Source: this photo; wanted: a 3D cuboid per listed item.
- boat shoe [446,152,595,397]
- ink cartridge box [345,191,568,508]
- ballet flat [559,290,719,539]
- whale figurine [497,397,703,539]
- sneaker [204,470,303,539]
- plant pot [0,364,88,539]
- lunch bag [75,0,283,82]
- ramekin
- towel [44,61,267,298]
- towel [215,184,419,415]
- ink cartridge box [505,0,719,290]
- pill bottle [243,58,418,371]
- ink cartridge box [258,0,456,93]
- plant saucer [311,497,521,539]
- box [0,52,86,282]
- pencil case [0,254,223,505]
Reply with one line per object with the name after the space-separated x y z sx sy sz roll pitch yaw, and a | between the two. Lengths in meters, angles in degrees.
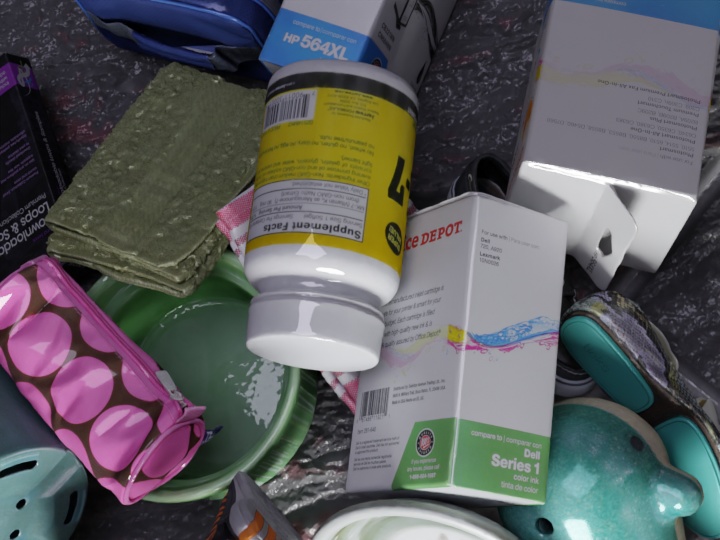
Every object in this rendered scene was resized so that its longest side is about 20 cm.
0.124 0.002 1.175 0.068 0.057 0.201 -19 67 -22 | boat shoe
0.067 0.062 1.091 0.083 0.145 0.202 14 74 -27 | ink cartridge box
0.223 0.097 1.124 0.072 0.072 0.201 -34 92 5 | ballet flat
0.173 0.191 1.088 0.159 0.104 0.201 -35 84 40 | whale figurine
-0.102 0.206 1.074 0.112 0.200 0.078 -42 86 -1 | sneaker
-0.322 0.139 1.181 0.201 0.200 0.196 -49 57 -1 | plant pot
-0.132 -0.233 1.273 0.199 0.136 0.133 16 78 19 | lunch bag
-0.129 0.086 1.215 0.198 0.098 0.202 -4 75 15 | ramekin
-0.144 -0.073 1.207 0.147 0.037 0.201 19 63 23 | towel
0.000 0.000 1.170 0.146 0.030 0.201 -36 90 -27 | towel
0.179 -0.101 1.124 0.124 0.129 0.201 13 66 3 | ink cartridge box
-0.023 -0.037 1.096 0.113 0.114 0.202 2 73 16 | pill bottle
0.013 -0.219 1.225 0.084 0.146 0.201 21 83 20 | ink cartridge box
0.061 0.221 1.103 0.198 0.201 0.050 9 43 17 | plant saucer
-0.312 -0.063 1.316 0.142 0.036 0.201 -31 71 25 | box
-0.199 0.074 1.140 0.200 0.091 0.094 42 125 19 | pencil case
